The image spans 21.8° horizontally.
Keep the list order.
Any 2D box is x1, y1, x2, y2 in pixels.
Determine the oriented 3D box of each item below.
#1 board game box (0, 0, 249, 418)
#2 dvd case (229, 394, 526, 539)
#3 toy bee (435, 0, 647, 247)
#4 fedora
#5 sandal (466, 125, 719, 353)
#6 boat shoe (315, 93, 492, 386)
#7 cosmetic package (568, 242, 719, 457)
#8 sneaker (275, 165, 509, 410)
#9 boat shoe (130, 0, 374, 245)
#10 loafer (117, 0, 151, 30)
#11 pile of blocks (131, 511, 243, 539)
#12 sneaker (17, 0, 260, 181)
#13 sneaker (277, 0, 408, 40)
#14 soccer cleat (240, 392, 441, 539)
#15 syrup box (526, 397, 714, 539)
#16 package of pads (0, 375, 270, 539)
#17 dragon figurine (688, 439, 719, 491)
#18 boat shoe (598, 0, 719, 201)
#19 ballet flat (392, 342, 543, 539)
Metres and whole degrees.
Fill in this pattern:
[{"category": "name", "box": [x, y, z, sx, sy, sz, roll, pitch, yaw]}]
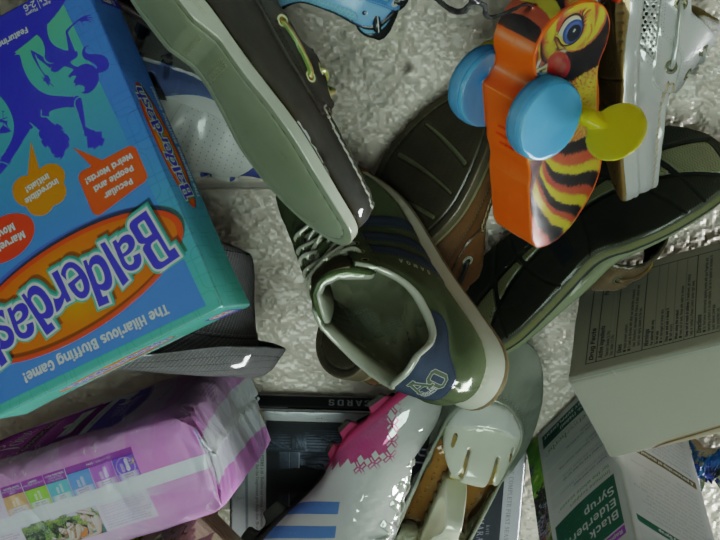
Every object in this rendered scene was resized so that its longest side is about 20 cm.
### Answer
[{"category": "board game box", "box": [-0.170, -0.039, 1.031, 0.152, 0.045, 0.200, -26, 84, 15]}, {"category": "dvd case", "box": [0.011, 0.153, 1.279, 0.200, 0.025, 0.151, 2, 120, 0]}, {"category": "toy bee", "box": [0.110, -0.110, 1.033, 0.109, 0.131, 0.200, -37, 156, -18]}, {"category": "fedora", "box": [-0.144, 0.013, 1.140, 0.200, 0.177, 0.091, 4, 91, 10]}, {"category": "sandal", "box": [0.146, -0.018, 1.162, 0.201, 0.080, 0.057, -37, 140, 22]}, {"category": "boat shoe", "box": [0.042, -0.020, 1.161, 0.068, 0.072, 0.200, 12, 114, -46]}, {"category": "cosmetic package", "box": [0.235, 0.036, 1.144, 0.200, 0.104, 0.073, -16, 123, 25]}, {"category": "sneaker", "box": [0.000, 0.000, 1.087, 0.067, 0.200, 0.090, -51, 151, 21]}, {"category": "boat shoe", "box": [-0.049, -0.108, 1.028, 0.061, 0.072, 0.201, -40, 101, -25]}, {"category": "loafer", "box": [-0.155, -0.199, 1.052, 0.200, 0.063, 0.072, 36, 114, -19]}, {"category": "pile of blocks", "box": [-0.109, 0.194, 1.208, 0.082, 0.200, 0.062, -42, 105, 1]}, {"category": "sneaker", "box": [-0.122, -0.082, 1.119, 0.199, 0.081, 0.115, 22, 122, -5]}, {"category": "sneaker", "box": [0.020, -0.178, 1.054, 0.200, 0.078, 0.090, -4, 110, 13]}, {"category": "soccer cleat", "box": [0.004, 0.152, 1.213, 0.086, 0.070, 0.200, 49, 122, 15]}, {"category": "syrup box", "box": [0.167, 0.165, 1.185, 0.081, 0.200, 0.079, 33, 116, -18]}, {"category": "package of pads", "box": [-0.165, 0.129, 1.197, 0.200, 0.121, 0.076, -19, 98, 17]}, {"category": "dragon figurine", "box": [0.279, 0.112, 1.191, 0.059, 0.200, 0.100, 3, 93, -26]}, {"category": "boat shoe", "box": [0.174, -0.137, 1.078, 0.069, 0.071, 0.200, -4, 112, -6]}, {"category": "ballet flat", "box": [0.069, 0.135, 1.218, 0.067, 0.064, 0.200, 18, 118, -10]}]
